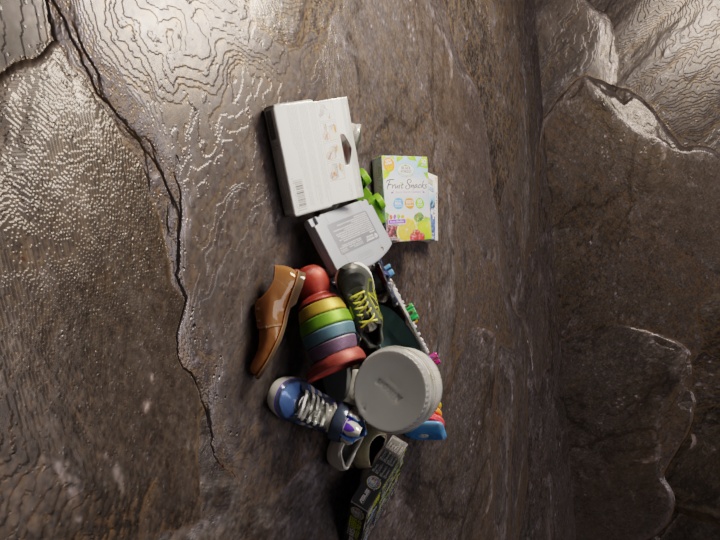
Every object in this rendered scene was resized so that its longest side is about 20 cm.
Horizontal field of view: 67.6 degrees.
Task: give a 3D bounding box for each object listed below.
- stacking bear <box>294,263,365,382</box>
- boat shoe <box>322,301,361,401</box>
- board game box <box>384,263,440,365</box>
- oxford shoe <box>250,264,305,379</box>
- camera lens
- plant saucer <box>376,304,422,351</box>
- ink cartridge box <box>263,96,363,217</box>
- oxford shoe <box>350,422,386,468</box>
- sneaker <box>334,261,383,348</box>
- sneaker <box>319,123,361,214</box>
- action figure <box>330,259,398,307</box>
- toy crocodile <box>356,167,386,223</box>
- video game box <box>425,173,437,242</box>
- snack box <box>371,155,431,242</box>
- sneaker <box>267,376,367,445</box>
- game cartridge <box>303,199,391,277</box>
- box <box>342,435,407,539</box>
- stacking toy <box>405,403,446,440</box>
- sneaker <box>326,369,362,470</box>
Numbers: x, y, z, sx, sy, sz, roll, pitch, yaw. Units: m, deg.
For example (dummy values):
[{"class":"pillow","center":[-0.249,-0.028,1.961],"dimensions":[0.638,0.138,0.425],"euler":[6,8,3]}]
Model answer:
[{"class":"stacking bear","center":[-0.072,0.088,1.019],"dimensions":[0.118,0.114,0.205],"euler":[-15,75,-23]},{"class":"boat shoe","center":[-0.030,0.167,1.134],"dimensions":[0.090,0.069,0.208],"euler":[2,86,-55]},{"class":"board game box","center":[0.121,0.107,1.299],"dimensions":[0.202,0.025,0.202],"euler":[62,1,-37]},{"class":"oxford shoe","center":[-0.162,0.088,0.954],"dimensions":[0.070,0.071,0.206],"euler":[21,75,-14]},{"class":"camera lens","center":[0.078,0.235,1.075],"dimensions":[0.200,0.155,0.166],"euler":[32,61,-72]},{"class":"plant saucer","center":[0.079,0.178,1.281],"dimensions":[0.200,0.038,0.203],"euler":[42,25,-24]},{"class":"ink cartridge box","center":[-0.086,-0.224,1.043],"dimensions":[0.171,0.043,0.206],"euler":[-20,105,-36]},{"class":"oxford shoe","center":[0.036,0.365,1.224],"dimensions":[0.202,0.072,0.072],"euler":[-60,135,-39]},{"class":"sneaker","center":[0.009,0.069,1.046],"dimensions":[0.085,0.073,0.203],"euler":[-116,-178,-48]},{"class":"sneaker","center":[-0.058,-0.212,1.119],"dimensions":[0.070,0.078,0.206],"euler":[-49,155,-86]},{"class":"action figure","center":[0.000,0.000,1.203],"dimensions":[0.192,0.103,0.205],"euler":[23,42,-61]},{"class":"toy crocodile","center":[0.002,-0.172,1.216],"dimensions":[0.067,0.062,0.201],"euler":[-37,131,-2]},{"class":"video game box","center":[0.152,-0.177,1.458],"dimensions":[0.198,0.046,0.189],"euler":[1,86,-57]},{"class":"snack box","center":[0.103,-0.174,1.327],"dimensions":[0.139,0.052,0.207],"euler":[-5,93,-31]},{"class":"sneaker","center":[-0.065,0.264,1.000],"dimensions":[0.200,0.143,0.082],"euler":[45,61,-48]},{"class":"game cartridge","center":[-0.019,-0.064,1.099],"dimensions":[0.198,0.040,0.136],"euler":[-26,83,-49]},{"class":"box","center":[0.033,0.492,1.184],"dimensions":[0.200,0.043,0.164],"euler":[-43,148,-50]},{"class":"stacking toy","center":[0.173,0.339,1.431],"dimensions":[0.117,0.106,0.205],"euler":[66,26,-54]},{"class":"sneaker","center":[-0.012,0.309,1.112],"dimensions":[0.073,0.088,0.206],"euler":[16,77,-16]}]
